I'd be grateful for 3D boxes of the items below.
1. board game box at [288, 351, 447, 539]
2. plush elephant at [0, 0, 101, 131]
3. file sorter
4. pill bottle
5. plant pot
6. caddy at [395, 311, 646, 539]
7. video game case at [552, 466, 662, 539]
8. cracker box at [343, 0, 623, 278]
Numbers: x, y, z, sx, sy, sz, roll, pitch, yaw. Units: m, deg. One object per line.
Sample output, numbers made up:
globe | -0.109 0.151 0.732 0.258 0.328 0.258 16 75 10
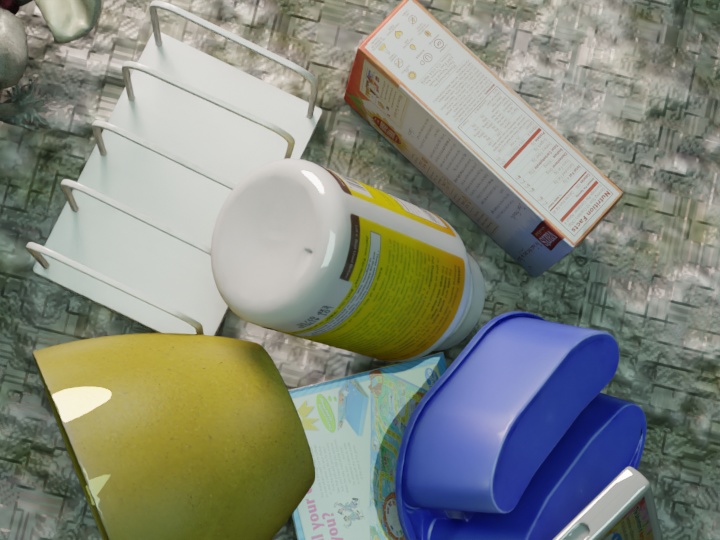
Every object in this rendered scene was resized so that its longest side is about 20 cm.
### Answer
board game box | 0.018 0.171 1.118 0.134 0.034 0.201 -13 83 -7
plush elephant | -0.266 -0.187 1.066 0.164 0.200 0.155 16 92 34
file sorter | -0.127 -0.066 1.097 0.138 0.125 0.200 25 80 -1
pill bottle | 0.000 0.000 1.058 0.109 0.200 0.110 -11 72 35
plant pot | -0.113 0.121 1.038 0.142 0.200 0.201 -21 84 -13
caddy | 0.104 0.119 1.072 0.200 0.105 0.142 -46 125 -33
video game case | 0.129 0.230 1.041 0.182 0.200 0.024 -43 60 -9
cracker box | 0.082 -0.090 1.113 0.200 0.134 0.058 44 80 2
